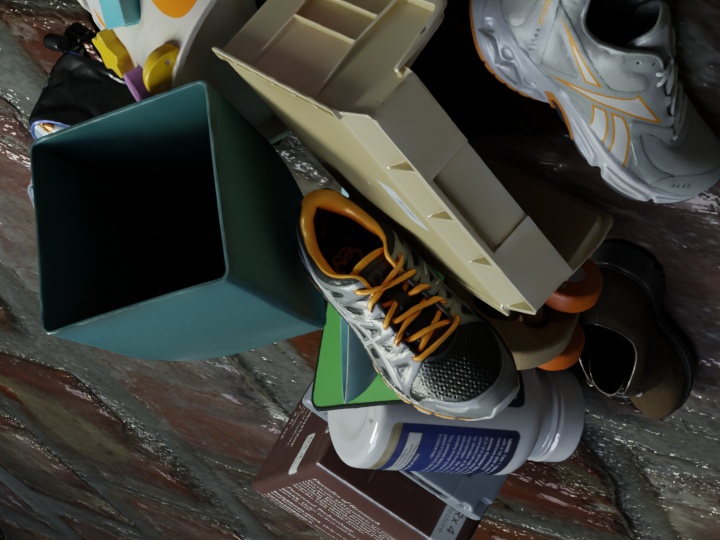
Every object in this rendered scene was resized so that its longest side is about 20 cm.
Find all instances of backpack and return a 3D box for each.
[{"bbox_3d":[-0.175,-0.078,1.330,0.200,0.154,0.191,25,168,4],"label":"backpack"}]

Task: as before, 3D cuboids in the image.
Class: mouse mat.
[{"bbox_3d":[0.021,0.030,1.299,0.008,0.161,0.200,16,166,-29],"label":"mouse mat"}]

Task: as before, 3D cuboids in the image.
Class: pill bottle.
[{"bbox_3d":[0.083,0.115,1.376,0.200,0.111,0.111,7,167,-24],"label":"pill bottle"}]

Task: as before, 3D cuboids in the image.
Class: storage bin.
[{"bbox_3d":[0.034,-0.087,1.032,0.200,0.094,0.199,48,172,-35],"label":"storage bin"}]

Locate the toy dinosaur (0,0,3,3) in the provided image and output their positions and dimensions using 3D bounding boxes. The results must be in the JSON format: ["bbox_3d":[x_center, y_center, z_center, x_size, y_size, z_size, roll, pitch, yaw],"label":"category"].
[{"bbox_3d":[-0.265,-0.247,1.185,0.088,0.047,0.200,61,153,-1],"label":"toy dinosaur"}]

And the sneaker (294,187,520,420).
[{"bbox_3d":[0.022,0.022,1.073,0.200,0.078,0.077,42,170,22],"label":"sneaker"}]

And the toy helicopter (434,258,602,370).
[{"bbox_3d":[0.071,-0.005,1.167,0.200,0.132,0.079,56,152,35],"label":"toy helicopter"}]

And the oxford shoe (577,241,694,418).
[{"bbox_3d":[0.199,0.066,1.246,0.073,0.084,0.200,12,153,34],"label":"oxford shoe"}]

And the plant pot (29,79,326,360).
[{"bbox_3d":[-0.109,-0.015,1.145,0.141,0.141,0.200,-17,157,22],"label":"plant pot"}]

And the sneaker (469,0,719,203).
[{"bbox_3d":[0.158,-0.111,0.947,0.200,0.076,0.092,34,141,-30],"label":"sneaker"}]

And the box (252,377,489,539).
[{"bbox_3d":[0.028,0.173,1.566,0.164,0.166,0.200,35,157,-10],"label":"box"}]

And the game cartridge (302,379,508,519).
[{"bbox_3d":[0.059,0.113,1.445,0.200,0.133,0.042,37,159,-18],"label":"game cartridge"}]

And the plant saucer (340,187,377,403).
[{"bbox_3d":[0.000,0.000,1.239,0.027,0.200,0.200,0,156,-3],"label":"plant saucer"}]

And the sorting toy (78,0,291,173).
[{"bbox_3d":[-0.152,-0.180,1.178,0.180,0.107,0.200,41,164,26],"label":"sorting toy"}]

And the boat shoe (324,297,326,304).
[{"bbox_3d":[-0.041,0.016,1.462,0.072,0.060,0.200,17,154,27],"label":"boat shoe"}]
